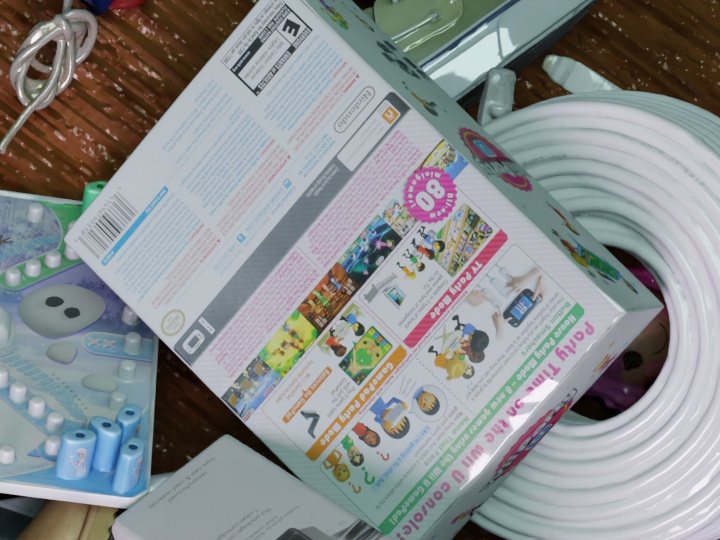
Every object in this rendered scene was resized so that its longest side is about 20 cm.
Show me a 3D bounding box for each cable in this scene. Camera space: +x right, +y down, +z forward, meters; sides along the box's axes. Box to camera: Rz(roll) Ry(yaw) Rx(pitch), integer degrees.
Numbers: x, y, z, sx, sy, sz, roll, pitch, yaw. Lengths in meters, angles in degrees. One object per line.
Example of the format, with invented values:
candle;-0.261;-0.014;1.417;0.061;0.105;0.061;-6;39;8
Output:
cable;0.103;0.023;1.244;0.200;0.069;0.201;23;99;22

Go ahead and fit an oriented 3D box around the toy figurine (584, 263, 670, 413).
toy figurine;0.163;0.022;1.324;0.184;0.150;0.201;14;93;8

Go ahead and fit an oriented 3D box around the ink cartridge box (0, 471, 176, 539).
ink cartridge box;-0.140;0.196;1.254;0.199;0.041;0.200;-10;77;-11

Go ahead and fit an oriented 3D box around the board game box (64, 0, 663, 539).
board game box;0.000;0.000;1.212;0.200;0.064;0.148;45;105;14

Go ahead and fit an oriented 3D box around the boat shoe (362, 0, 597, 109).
boat shoe;0.023;-0.097;1.344;0.200;0.072;0.062;-34;85;-13

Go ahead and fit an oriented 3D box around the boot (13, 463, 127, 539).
boot;-0.208;0.125;1.211;0.199;0.066;0.176;21;78;5

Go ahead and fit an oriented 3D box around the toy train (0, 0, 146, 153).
toy train;-0.149;-0.165;1.337;0.116;0.085;0.200;33;82;17

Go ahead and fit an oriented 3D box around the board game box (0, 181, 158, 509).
board game box;-0.183;0.014;1.242;0.199;0.026;0.200;8;36;-7

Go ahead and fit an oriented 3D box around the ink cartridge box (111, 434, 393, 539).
ink cartridge box;-0.001;0.162;1.155;0.067;0.116;0.200;-36;44;-26
